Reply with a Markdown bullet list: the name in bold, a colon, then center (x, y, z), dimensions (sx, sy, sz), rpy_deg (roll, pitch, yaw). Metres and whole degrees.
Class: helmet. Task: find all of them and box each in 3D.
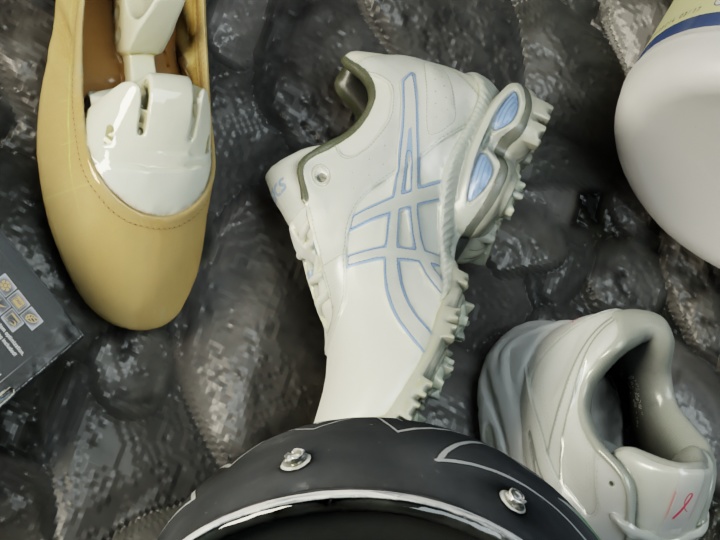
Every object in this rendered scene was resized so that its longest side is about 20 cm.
- **helmet**: center (0.009, 0.149, 0.741), dimensions (0.200, 0.200, 0.191), rpy_deg (9, 59, -27)

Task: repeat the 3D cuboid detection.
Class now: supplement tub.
- **supplement tub**: center (0.211, -0.104, 0.967), dimensions (0.145, 0.145, 0.200), rpy_deg (40, 59, -13)

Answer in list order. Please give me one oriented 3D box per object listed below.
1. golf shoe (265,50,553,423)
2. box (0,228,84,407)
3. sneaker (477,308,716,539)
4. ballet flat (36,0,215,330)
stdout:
- **golf shoe**: center (0.000, 0.000, 0.870), dimensions (0.097, 0.078, 0.200), rpy_deg (23, 57, -2)
- **box**: center (-0.216, -0.005, 0.752), dimensions (0.200, 0.044, 0.160), rpy_deg (51, 57, -6)
- **sneaker**: center (0.098, 0.107, 0.861), dimensions (0.078, 0.099, 0.200), rpy_deg (-1, 75, -30)
- **ballet flat**: center (-0.085, -0.080, 0.839), dimensions (0.069, 0.063, 0.200), rpy_deg (2, 73, -29)
